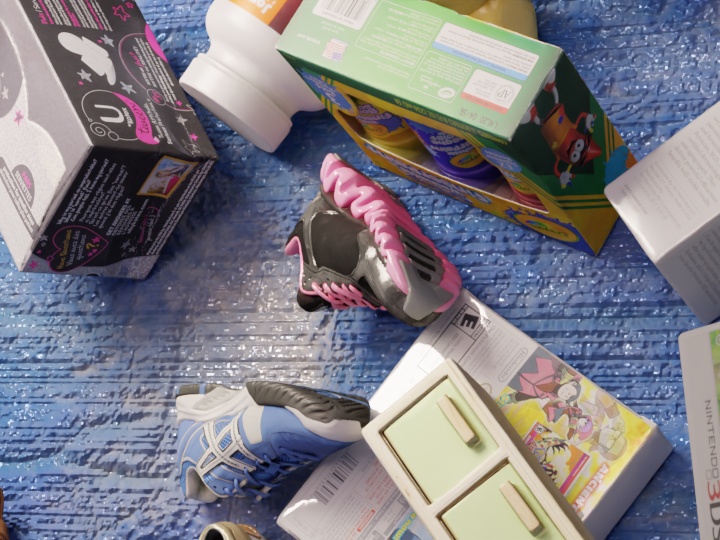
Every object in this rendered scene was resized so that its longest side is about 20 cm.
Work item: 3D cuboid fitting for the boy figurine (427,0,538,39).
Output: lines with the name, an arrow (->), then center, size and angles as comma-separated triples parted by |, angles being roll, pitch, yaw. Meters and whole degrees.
boy figurine -> 0.047, -0.210, 1.652 | 0.124, 0.199, 0.065 | -50, 24, 30

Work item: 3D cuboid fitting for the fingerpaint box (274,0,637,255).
fingerpaint box -> 0.066, -0.104, 1.600 | 0.199, 0.167, 0.074 | 24, 77, 33

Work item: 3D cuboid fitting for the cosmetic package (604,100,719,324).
cosmetic package -> 0.263, -0.067, 1.518 | 0.200, 0.101, 0.071 | -36, 54, 7

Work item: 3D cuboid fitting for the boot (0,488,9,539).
boot -> -0.328, 0.240, 1.704 | 0.199, 0.074, 0.156 | -15, 58, 13

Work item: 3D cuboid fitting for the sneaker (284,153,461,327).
sneaker -> 0.000, 0.000, 1.623 | 0.096, 0.079, 0.200 | -49, 27, 8

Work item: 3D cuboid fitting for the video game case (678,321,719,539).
video game case -> 0.268, 0.106, 1.403 | 0.200, 0.022, 0.183 | -20, 70, 50

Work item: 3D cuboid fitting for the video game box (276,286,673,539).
video game box -> 0.072, 0.137, 1.554 | 0.182, 0.047, 0.200 | 36, 87, 37

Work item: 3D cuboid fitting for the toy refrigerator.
toy refrigerator -> 0.087, 0.154, 1.470 | 0.076, 0.070, 0.200 | -39, 56, 6

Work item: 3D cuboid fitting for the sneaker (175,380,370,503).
sneaker -> -0.058, 0.114, 1.599 | 0.200, 0.075, 0.078 | -10, 70, 58

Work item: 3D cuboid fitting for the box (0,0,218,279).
box -> -0.212, -0.108, 1.754 | 0.132, 0.114, 0.201 | -55, 48, 32

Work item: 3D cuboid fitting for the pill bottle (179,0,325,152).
pill bottle -> -0.037, -0.189, 1.728 | 0.113, 0.113, 0.200 | 32, 84, 35

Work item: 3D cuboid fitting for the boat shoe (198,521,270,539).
boat shoe -> -0.074, 0.258, 1.558 | 0.074, 0.068, 0.201 | -24, 58, 16
